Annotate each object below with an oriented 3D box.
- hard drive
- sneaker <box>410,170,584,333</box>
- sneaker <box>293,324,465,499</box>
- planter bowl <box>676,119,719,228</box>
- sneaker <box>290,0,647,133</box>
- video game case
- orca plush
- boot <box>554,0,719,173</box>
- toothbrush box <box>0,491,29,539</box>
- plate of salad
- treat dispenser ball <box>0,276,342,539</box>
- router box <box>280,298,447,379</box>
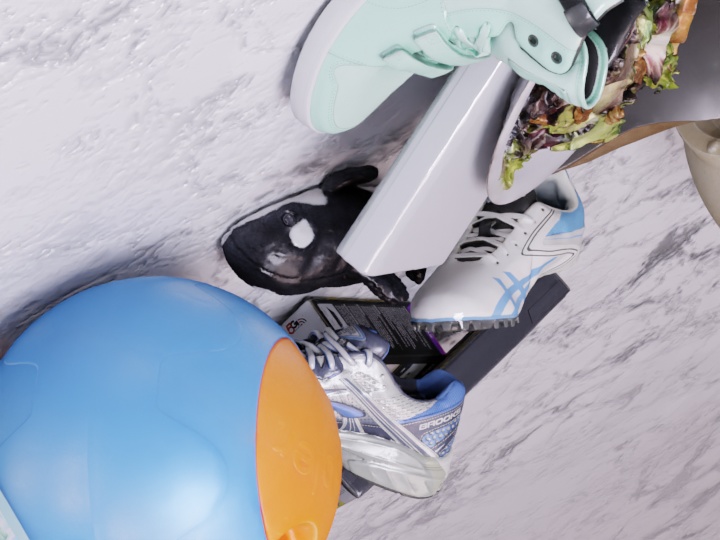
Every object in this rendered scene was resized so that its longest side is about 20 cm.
[{"bbox_3d":[0.070,-0.088,1.310,0.201,0.026,0.132,-56,165,15],"label":"hard drive"},{"bbox_3d":[0.081,-0.012,1.499,0.071,0.073,0.200,-1,-161,27],"label":"sneaker"},{"bbox_3d":[-0.025,0.064,1.473,0.199,0.077,0.086,19,106,-23],"label":"sneaker"},{"bbox_3d":[0.279,-0.100,1.522,0.200,0.201,0.134,-43,132,21],"label":"planter bowl"},{"bbox_3d":[0.053,-0.107,1.198,0.200,0.119,0.074,-44,160,28],"label":"sneaker"},{"bbox_3d":[0.048,0.087,1.658,0.200,0.026,0.181,-43,178,-13],"label":"video game case"},{"bbox_3d":[0.000,0.000,1.430,0.105,0.071,0.200,-40,160,15],"label":"orca plush"},{"bbox_3d":[0.176,-0.112,1.459,0.199,0.074,0.075,-21,174,8],"label":"boot"},{"bbox_3d":[-0.237,0.168,1.234,0.085,0.201,0.147,-13,152,-47],"label":"toothbrush box"},{"bbox_3d":[0.137,-0.112,1.316,0.200,0.048,0.200,-48,165,-17],"label":"plate of salad"},{"bbox_3d":[-0.109,0.104,1.296,0.200,0.202,0.201,-31,160,-12],"label":"treat dispenser ball"},{"bbox_3d":[-0.054,0.101,1.605,0.200,0.051,0.149,-43,160,19],"label":"router box"}]
